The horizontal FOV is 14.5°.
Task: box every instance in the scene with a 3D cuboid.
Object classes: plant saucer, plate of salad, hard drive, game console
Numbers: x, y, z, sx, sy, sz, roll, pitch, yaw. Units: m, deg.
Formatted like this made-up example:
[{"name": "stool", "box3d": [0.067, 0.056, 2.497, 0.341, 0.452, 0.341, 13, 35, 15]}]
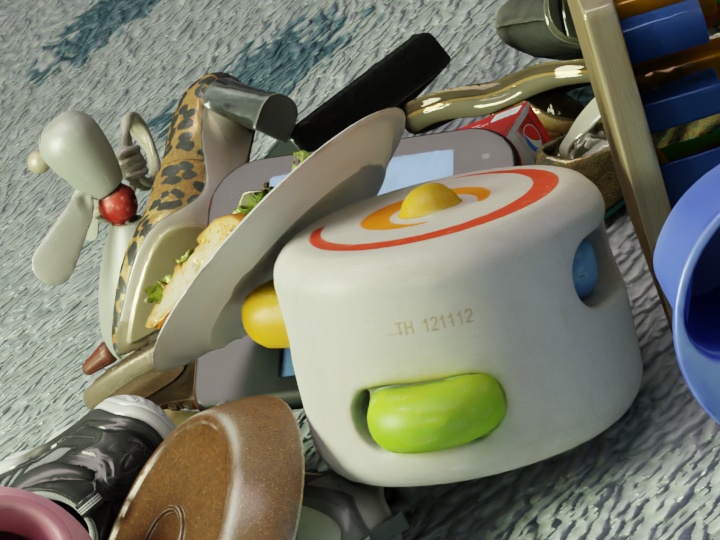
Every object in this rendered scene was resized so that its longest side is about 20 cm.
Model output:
[{"name": "plant saucer", "box3d": [-0.095, 0.156, 1.513, 0.200, 0.034, 0.201, -45, 32, 38]}, {"name": "plate of salad", "box3d": [-0.051, -0.023, 1.584, 0.200, 0.048, 0.200, -45, -12, -12]}, {"name": "hard drive", "box3d": [-0.030, -0.081, 1.936, 0.139, 0.033, 0.200, -39, -3, -31]}, {"name": "game console", "box3d": [0.000, 0.000, 1.682, 0.199, 0.031, 0.177, -8, 52, 16]}]

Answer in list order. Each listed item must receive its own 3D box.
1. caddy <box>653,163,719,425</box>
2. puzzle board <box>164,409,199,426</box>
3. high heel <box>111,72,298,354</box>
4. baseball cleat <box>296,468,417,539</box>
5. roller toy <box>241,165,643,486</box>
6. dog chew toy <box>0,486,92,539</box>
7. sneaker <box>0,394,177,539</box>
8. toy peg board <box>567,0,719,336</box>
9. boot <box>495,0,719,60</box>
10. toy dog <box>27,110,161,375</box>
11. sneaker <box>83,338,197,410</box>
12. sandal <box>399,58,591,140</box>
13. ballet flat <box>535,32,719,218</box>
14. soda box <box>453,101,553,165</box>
[{"name": "caddy", "box3d": [0.236, -0.002, 1.337, 0.200, 0.142, 0.105, -35, 16, 1]}, {"name": "puzzle board", "box3d": [-0.162, 0.159, 1.762, 0.200, 0.017, 0.150, -46, 25, -26]}, {"name": "high heel", "box3d": [-0.121, -0.038, 1.860, 0.200, 0.071, 0.142, -58, 25, -6]}, {"name": "baseball cleat", "box3d": [-0.031, 0.135, 1.570, 0.106, 0.070, 0.200, -25, 20, -18]}, {"name": "roller toy", "box3d": [0.049, 0.021, 1.504, 0.182, 0.140, 0.200, -20, 14, -25]}, {"name": "dog chew toy", "box3d": [-0.209, 0.209, 1.532, 0.125, 0.124, 0.200, -59, -5, -47]}, {"name": "sneaker", "box3d": [-0.194, 0.151, 1.645, 0.200, 0.076, 0.114, -37, 7, 36]}, {"name": "toy peg board", "box3d": [0.182, -0.098, 1.569, 0.097, 0.201, 0.199, -17, 23, 4]}, {"name": "boot", "box3d": [0.187, -0.166, 1.864, 0.181, 0.073, 0.200, 6, -5, -2]}, {"name": "toy dog", "box3d": [-0.175, -0.003, 1.902, 0.096, 0.201, 0.132, -22, -2, 16]}, {"name": "sneaker", "box3d": [-0.079, 0.061, 1.756, 0.199, 0.076, 0.070, -27, 3, 19]}, {"name": "sandal", "box3d": [0.117, -0.105, 1.847, 0.199, 0.054, 0.080, -11, 0, 30]}, {"name": "ballet flat", "box3d": [0.191, -0.103, 1.727, 0.200, 0.071, 0.071, -35, 21, -2]}, {"name": "soda box", "box3d": [0.037, -0.036, 1.806, 0.199, 0.070, 0.063, -19, 24, 35]}]
